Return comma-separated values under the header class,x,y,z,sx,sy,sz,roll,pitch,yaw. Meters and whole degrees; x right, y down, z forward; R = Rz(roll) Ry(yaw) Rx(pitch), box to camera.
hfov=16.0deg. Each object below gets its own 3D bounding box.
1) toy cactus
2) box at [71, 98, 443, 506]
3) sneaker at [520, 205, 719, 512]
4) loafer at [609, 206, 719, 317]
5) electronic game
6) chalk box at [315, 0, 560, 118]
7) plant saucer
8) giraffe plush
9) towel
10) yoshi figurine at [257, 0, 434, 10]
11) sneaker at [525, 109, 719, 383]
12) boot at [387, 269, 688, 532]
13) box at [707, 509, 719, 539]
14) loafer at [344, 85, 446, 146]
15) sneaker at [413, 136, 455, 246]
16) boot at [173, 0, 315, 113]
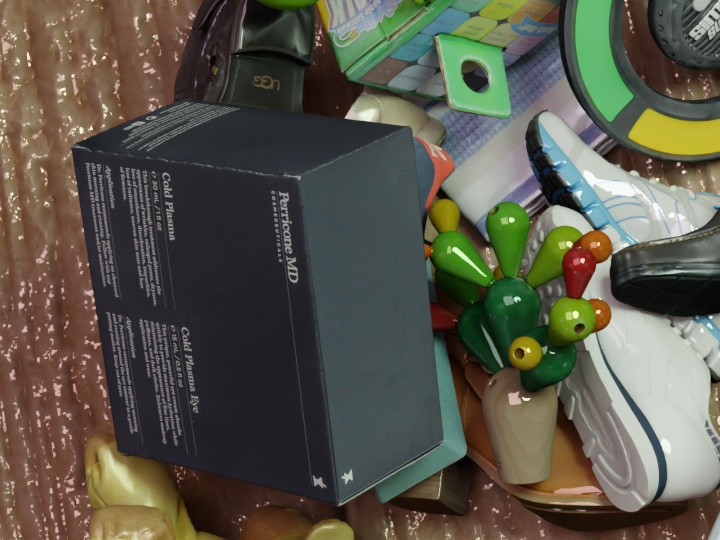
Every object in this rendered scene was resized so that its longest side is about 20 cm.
class,x,y,z,sx,sy,sz,roll,pitch,yaw
toy cactus,0.085,0.044,1.508,0.200,0.102,0.166,10,108,59
box,-0.059,0.015,1.502,0.181,0.104,0.201,11,115,40
sneaker,0.159,0.049,1.544,0.080,0.076,0.201,-12,67,-21
loafer,0.232,-0.019,1.535,0.199,0.073,0.073,-6,73,-27
electronic game,0.214,-0.161,1.568,0.200,0.200,0.042,-44,30,3
chalk box,0.050,-0.190,1.617,0.124,0.124,0.201,-36,64,32
plant saucer,0.021,0.047,1.615,0.070,0.019,0.201,-32,45,25
giraffe plush,-0.082,0.196,1.596,0.161,0.173,0.201,-6,61,-5
towel,0.085,-0.131,1.684,0.147,0.024,0.200,-41,65,7
yoshi figurine,-0.001,-0.208,1.514,0.200,0.112,0.113,-22,81,45
sneaker,0.185,-0.030,1.598,0.087,0.075,0.200,-39,82,-7
boot,0.115,0.079,1.599,0.199,0.077,0.156,2,72,27
box,0.270,0.150,1.457,0.104,0.184,0.201,21,84,21
loafer,-0.035,-0.046,1.664,0.200,0.076,0.068,-40,87,6
sneaker,0.000,0.000,1.609,0.075,0.084,0.200,50,127,29
boot,-0.087,-0.102,1.672,0.069,0.174,0.201,18,84,-18
